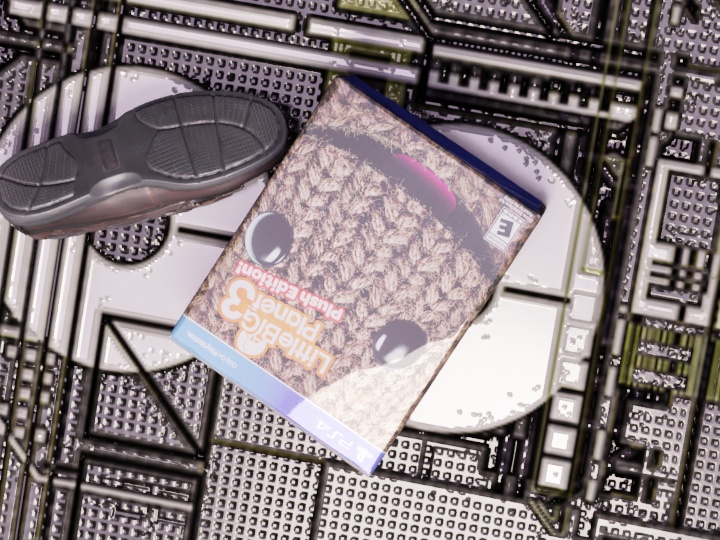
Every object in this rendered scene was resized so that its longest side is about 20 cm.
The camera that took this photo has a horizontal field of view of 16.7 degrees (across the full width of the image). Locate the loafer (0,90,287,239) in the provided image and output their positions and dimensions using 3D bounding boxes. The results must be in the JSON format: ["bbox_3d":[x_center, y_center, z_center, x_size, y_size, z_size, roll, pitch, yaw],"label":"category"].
[{"bbox_3d":[-0.141,-0.066,1.614,0.198,0.063,0.072,-14,64,3],"label":"loafer"}]

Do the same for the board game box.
[{"bbox_3d":[0.000,0.000,1.575,0.159,0.097,0.201,33,98,3],"label":"board game box"}]
